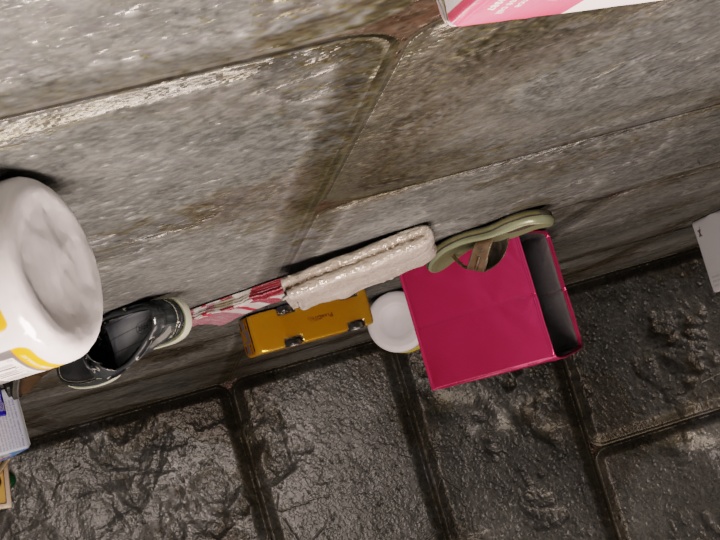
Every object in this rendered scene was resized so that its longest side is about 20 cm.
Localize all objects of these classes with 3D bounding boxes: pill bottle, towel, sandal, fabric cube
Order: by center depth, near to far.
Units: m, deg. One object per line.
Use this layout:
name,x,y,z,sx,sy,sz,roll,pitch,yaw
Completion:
pill bottle,-0.268,0.025,0.737,0.200,0.117,0.116,-17,174,13
towel,0.000,0.000,1.494,0.200,0.035,0.133,-22,171,1
towel,-0.133,0.039,1.636,0.200,0.023,0.144,-19,174,24
sandal,0.172,-0.030,1.653,0.201,0.057,0.080,-21,172,35
fabric cube,0.203,0.060,1.873,0.199,0.200,0.196,-18,175,21
pill bottle,0.078,0.099,2.284,0.112,0.113,0.200,-17,173,6

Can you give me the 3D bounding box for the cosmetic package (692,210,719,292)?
cosmetic package,0.858,-0.065,2.624,0.200,0.165,0.165,-14,172,-16

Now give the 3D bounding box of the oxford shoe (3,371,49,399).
oxford shoe,-0.351,0.093,1.318,0.084,0.073,0.200,-16,174,-19

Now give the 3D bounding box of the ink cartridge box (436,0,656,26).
ink cartridge box,0.131,-0.149,0.382,0.200,0.083,0.146,-13,173,-26

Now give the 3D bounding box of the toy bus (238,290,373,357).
toy bus,-0.085,0.082,1.935,0.200,0.065,0.078,-14,174,-21

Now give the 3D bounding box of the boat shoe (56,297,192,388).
boat shoe,-0.289,0.086,1.407,0.199,0.075,0.066,-20,171,26

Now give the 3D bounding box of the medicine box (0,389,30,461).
medicine box,-0.651,0.269,1.943,0.200,0.103,0.182,-14,173,-28

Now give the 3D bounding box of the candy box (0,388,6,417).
candy box,-0.544,0.165,1.423,0.169,0.077,0.200,-18,172,17

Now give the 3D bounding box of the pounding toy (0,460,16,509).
pounding toy,-1.029,0.572,3.370,0.200,0.184,0.142,-5,171,-18
